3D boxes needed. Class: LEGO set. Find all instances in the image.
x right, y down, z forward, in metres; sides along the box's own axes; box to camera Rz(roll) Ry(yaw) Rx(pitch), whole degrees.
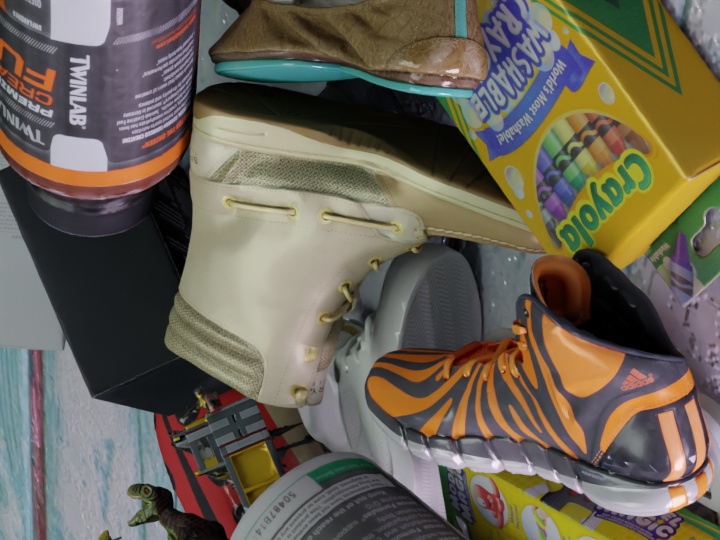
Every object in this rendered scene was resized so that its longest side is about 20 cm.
[{"bbox_3d":[-0.099,0.133,1.407,0.200,0.154,0.116,20,-133,-83],"label":"LEGO set"}]

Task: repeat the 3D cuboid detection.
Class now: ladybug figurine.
[{"bbox_3d":[-0.073,0.129,1.561,0.136,0.072,0.200,-19,98,60],"label":"ladybug figurine"}]

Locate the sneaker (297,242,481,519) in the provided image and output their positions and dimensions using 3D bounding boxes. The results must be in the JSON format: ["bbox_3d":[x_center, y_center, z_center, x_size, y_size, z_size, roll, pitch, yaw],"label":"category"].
[{"bbox_3d":[0.005,0.048,1.375,0.116,0.074,0.200,35,142,33],"label":"sneaker"}]

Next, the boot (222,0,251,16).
[{"bbox_3d":[-0.073,-0.199,1.269,0.097,0.075,0.200,32,148,58],"label":"boot"}]

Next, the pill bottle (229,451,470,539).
[{"bbox_3d":[0.030,0.187,1.236,0.200,0.113,0.113,36,142,38],"label":"pill bottle"}]

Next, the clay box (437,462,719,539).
[{"bbox_3d":[0.122,0.156,1.230,0.200,0.048,0.115,28,138,45],"label":"clay box"}]

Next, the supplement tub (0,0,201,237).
[{"bbox_3d":[-0.133,-0.109,1.236,0.107,0.107,0.200,42,145,29],"label":"supplement tub"}]

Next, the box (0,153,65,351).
[{"bbox_3d":[-0.228,-0.062,1.558,0.200,0.097,0.124,98,176,-45],"label":"box"}]

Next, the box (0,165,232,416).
[{"bbox_3d":[-0.127,0.003,1.424,0.141,0.079,0.200,63,-176,10],"label":"box"}]

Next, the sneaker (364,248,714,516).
[{"bbox_3d":[0.080,0.039,1.173,0.200,0.078,0.112,11,125,38],"label":"sneaker"}]

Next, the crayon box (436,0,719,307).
[{"bbox_3d":[0.103,-0.078,1.146,0.200,0.052,0.126,55,149,10],"label":"crayon box"}]

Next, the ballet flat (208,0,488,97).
[{"bbox_3d":[-0.006,-0.123,1.177,0.200,0.068,0.072,11,96,58],"label":"ballet flat"}]

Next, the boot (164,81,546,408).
[{"bbox_3d":[0.000,0.000,1.253,0.200,0.073,0.156,14,113,9],"label":"boot"}]

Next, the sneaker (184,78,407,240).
[{"bbox_3d":[-0.032,-0.050,1.342,0.074,0.081,0.200,57,149,6],"label":"sneaker"}]

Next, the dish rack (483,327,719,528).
[{"bbox_3d":[0.143,0.124,1.262,0.172,0.044,0.200,23,133,45],"label":"dish rack"}]
